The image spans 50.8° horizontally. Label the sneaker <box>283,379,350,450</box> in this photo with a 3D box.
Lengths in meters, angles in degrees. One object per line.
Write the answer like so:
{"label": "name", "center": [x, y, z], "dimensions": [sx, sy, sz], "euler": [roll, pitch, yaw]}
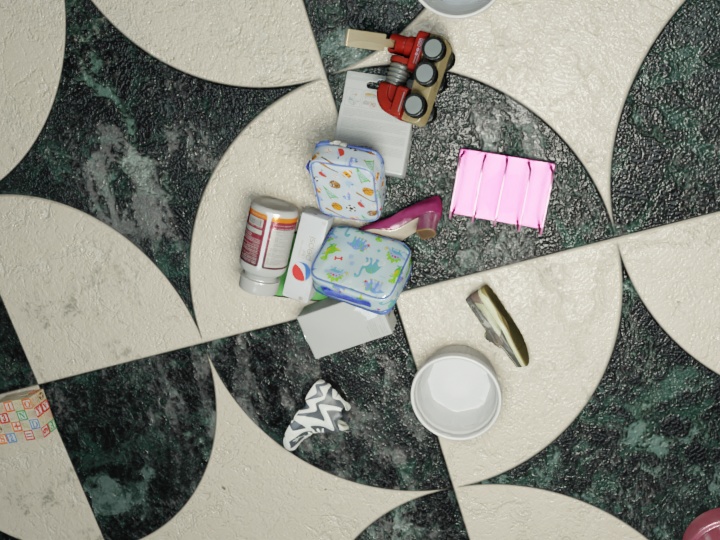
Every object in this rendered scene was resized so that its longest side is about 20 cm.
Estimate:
{"label": "sneaker", "center": [-0.093, 0.373, 1.808], "dimensions": [0.129, 0.079, 0.200], "euler": [32, 100, 10]}

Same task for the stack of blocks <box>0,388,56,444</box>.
{"label": "stack of blocks", "center": [-0.918, 0.390, 2.000], "dimensions": [0.198, 0.059, 0.116], "euler": [-12, 103, 15]}

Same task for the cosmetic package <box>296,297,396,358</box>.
{"label": "cosmetic package", "center": [-0.030, 0.111, 1.719], "dimensions": [0.198, 0.081, 0.114], "euler": [-17, 105, 17]}

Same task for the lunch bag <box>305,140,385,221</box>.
{"label": "lunch bag", "center": [-0.029, -0.188, 1.587], "dimensions": [0.159, 0.076, 0.201], "euler": [11, 149, 12]}

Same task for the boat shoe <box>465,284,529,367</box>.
{"label": "boat shoe", "center": [0.301, 0.128, 1.665], "dimensions": [0.066, 0.072, 0.202], "euler": [-27, 98, 28]}

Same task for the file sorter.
{"label": "file sorter", "center": [0.288, -0.159, 1.552], "dimensions": [0.198, 0.125, 0.140], "euler": [11, 107, 9]}

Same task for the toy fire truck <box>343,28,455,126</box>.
{"label": "toy fire truck", "center": [0.067, -0.405, 1.532], "dimensions": [0.199, 0.128, 0.177], "euler": [22, 99, 20]}

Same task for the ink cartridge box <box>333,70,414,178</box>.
{"label": "ink cartridge box", "center": [0.033, -0.309, 1.616], "dimensions": [0.161, 0.057, 0.202], "euler": [11, 87, 9]}

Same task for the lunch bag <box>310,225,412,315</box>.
{"label": "lunch bag", "center": [0.000, 0.000, 1.629], "dimensions": [0.198, 0.162, 0.083], "euler": [17, 150, 16]}

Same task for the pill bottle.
{"label": "pill bottle", "center": [-0.210, -0.052, 1.690], "dimensions": [0.109, 0.110, 0.202], "euler": [17, 108, 7]}

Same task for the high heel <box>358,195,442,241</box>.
{"label": "high heel", "center": [0.086, -0.110, 1.662], "dimensions": [0.198, 0.097, 0.068], "euler": [-2, 146, 26]}

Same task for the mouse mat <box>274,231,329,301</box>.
{"label": "mouse mat", "center": [-0.164, -0.013, 1.752], "dimensions": [0.198, 0.008, 0.162], "euler": [7, 107, 11]}

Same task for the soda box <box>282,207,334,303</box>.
{"label": "soda box", "center": [-0.116, -0.034, 1.696], "dimensions": [0.063, 0.068, 0.202], "euler": [17, 108, 8]}

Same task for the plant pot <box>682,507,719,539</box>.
{"label": "plant pot", "center": [0.818, 0.649, 1.643], "dimensions": [0.198, 0.179, 0.202], "euler": [4, 107, 12]}

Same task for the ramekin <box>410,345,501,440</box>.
{"label": "ramekin", "center": [0.216, 0.264, 1.692], "dimensions": [0.198, 0.105, 0.202], "euler": [3, 107, 10]}

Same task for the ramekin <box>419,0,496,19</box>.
{"label": "ramekin", "center": [0.193, -0.588, 1.460], "dimensions": [0.198, 0.105, 0.202], "euler": [3, 106, 12]}
